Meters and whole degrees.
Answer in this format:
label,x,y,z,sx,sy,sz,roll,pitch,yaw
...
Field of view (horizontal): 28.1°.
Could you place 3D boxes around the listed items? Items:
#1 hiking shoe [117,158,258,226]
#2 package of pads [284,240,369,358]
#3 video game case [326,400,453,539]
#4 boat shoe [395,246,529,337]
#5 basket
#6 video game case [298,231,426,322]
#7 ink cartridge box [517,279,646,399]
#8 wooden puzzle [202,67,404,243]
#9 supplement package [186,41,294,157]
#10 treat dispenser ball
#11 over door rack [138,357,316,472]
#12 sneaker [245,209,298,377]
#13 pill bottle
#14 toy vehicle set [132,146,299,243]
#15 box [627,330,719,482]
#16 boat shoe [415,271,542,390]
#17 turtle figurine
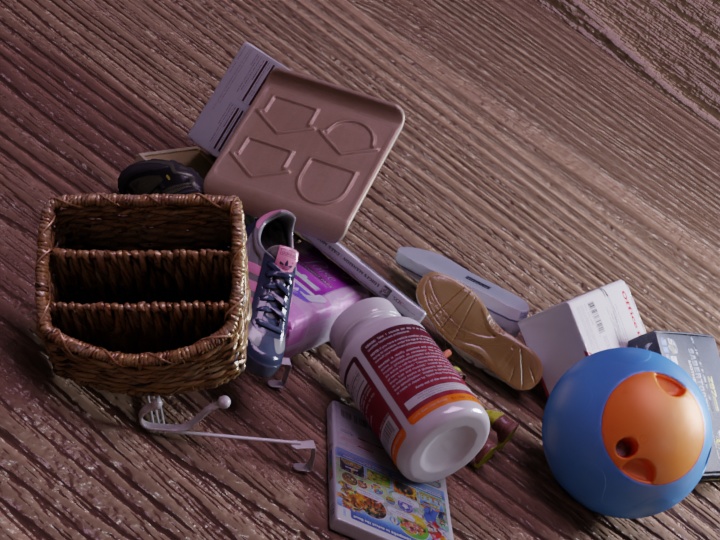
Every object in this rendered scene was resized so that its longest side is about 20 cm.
label,x,y,z,sx,sy,sz,roll,pitch,yaw
hiking shoe,-0.212,-0.064,1.696,0.199,0.076,0.101,26,36,14
package of pads,-0.085,0.037,1.665,0.120,0.076,0.200,40,26,17
video game case,0.030,0.228,1.527,0.143,0.018,0.200,26,26,-16
boat shoe,0.127,0.034,1.926,0.199,0.066,0.073,30,22,22
basket,-0.208,0.025,1.371,0.199,0.149,0.143,2,48,1
video game case,0.000,0.000,1.782,0.182,0.023,0.200,38,0,-2
ink cartridge box,0.310,0.105,1.925,0.200,0.083,0.148,-14,82,-58
wooden puzzle,-0.065,-0.134,1.713,0.184,0.046,0.201,19,62,15
supplement package,-0.091,-0.171,1.868,0.199,0.148,0.191,32,1,3
treat dispenser ball,0.315,0.192,1.703,0.200,0.201,0.201,26,26,-14
over door rack,-0.138,0.116,1.477,0.199,0.067,0.148,18,30,-28
sneaker,-0.099,0.017,1.517,0.070,0.082,0.201,24,40,-32
pill bottle,0.047,0.125,1.576,0.113,0.113,0.200,8,35,-41
toy vehicle set,-0.184,-0.083,1.822,0.200,0.027,0.124,42,27,19
box,0.445,0.184,1.935,0.157,0.051,0.201,8,64,-47
boat shoe,0.145,0.085,1.859,0.200,0.071,0.069,44,-14,-2
turtle figurine,0.110,0.150,1.701,0.161,0.065,0.200,40,26,15
